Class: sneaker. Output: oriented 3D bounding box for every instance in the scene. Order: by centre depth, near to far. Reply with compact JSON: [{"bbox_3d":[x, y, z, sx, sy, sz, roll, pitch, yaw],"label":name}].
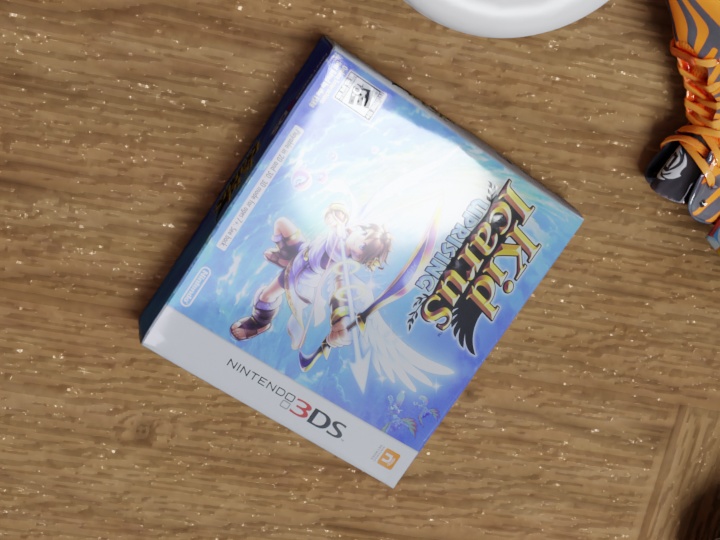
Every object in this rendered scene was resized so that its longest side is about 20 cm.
[{"bbox_3d":[0.197,-0.093,0.760,0.112,0.078,0.200,-44,124,8],"label":"sneaker"}]

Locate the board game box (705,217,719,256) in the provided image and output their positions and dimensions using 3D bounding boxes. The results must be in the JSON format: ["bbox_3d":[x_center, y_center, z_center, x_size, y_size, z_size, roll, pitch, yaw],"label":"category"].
[{"bbox_3d":[0.296,-0.056,0.723,0.104,0.103,0.201,13,122,-29],"label":"board game box"}]

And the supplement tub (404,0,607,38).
[{"bbox_3d":[0.051,-0.196,0.649,0.144,0.200,0.147,-3,109,-8],"label":"supplement tub"}]

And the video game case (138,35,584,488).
[{"bbox_3d":[0.000,0.000,0.789,0.181,0.045,0.201,31,100,-19],"label":"video game case"}]

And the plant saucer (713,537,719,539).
[{"bbox_3d":[0.300,0.227,0.851,0.200,0.200,0.032,37,58,-18],"label":"plant saucer"}]
